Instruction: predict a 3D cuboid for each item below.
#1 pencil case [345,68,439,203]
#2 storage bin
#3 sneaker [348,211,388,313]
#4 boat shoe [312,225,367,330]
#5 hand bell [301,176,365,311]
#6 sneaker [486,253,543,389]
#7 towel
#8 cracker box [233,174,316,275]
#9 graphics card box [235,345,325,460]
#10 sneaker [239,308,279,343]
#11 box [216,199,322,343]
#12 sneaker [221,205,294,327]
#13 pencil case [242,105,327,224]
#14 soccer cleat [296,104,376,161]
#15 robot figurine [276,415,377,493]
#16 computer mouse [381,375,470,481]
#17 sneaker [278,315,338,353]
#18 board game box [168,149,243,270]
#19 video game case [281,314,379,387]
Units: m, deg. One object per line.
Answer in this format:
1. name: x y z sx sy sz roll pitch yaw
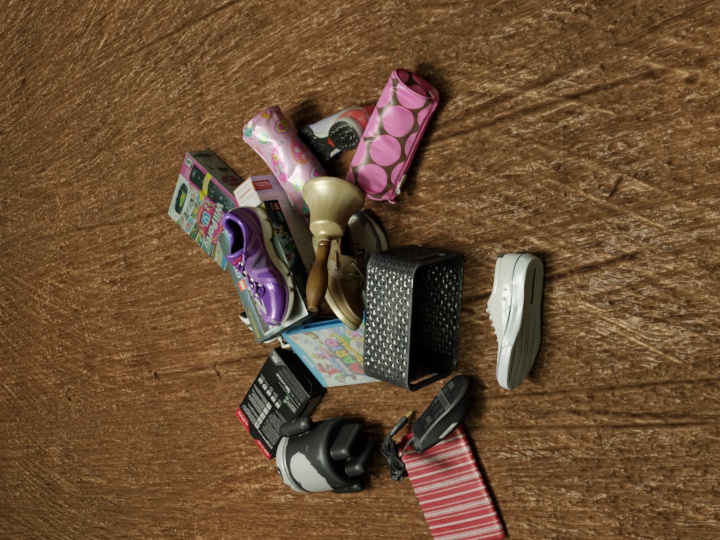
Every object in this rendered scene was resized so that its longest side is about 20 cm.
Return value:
1. pencil case: 0.055 -0.209 1.316 0.093 0.090 0.202 35 118 24
2. storage bin: 0.082 0.071 1.311 0.093 0.134 0.203 12 106 39
3. sneaker: 0.000 0.000 1.406 0.076 0.085 0.203 -11 90 42
4. boat shoe: -0.025 0.002 1.329 0.064 0.071 0.202 -32 52 17
5. hand bell: -0.058 -0.031 1.286 0.103 0.104 0.202 -17 52 42
6. sneaker: 0.223 0.072 1.240 0.070 0.072 0.203 15 99 48
7. towel: 0.148 0.356 1.386 0.144 0.022 0.202 -27 82 39
8. cracker box: -0.124 -0.069 1.470 0.057 0.133 0.202 -32 77 40
9. graphics card box: -0.158 0.254 1.620 0.126 0.051 0.201 48 127 24
10. sneaker: -0.161 0.025 1.507 0.073 0.080 0.202 -21 46 36
11. box: -0.154 0.003 1.394 0.136 0.037 0.202 -30 79 39
12. sneaker: -0.173 -0.003 1.329 0.080 0.083 0.202 -29 80 39
13. pencil case: -0.120 -0.183 1.441 0.087 0.087 0.201 -32 94 40
14. soccer cleat: -0.040 -0.235 1.420 0.069 0.073 0.199 55 153 -18
15. robot figurine: -0.064 0.332 1.500 0.199 0.124 0.152 -21 77 41
16. computer mouse: 0.112 0.251 1.366 0.046 0.140 0.201 38 91 -14
17. sneaker: -0.094 0.116 1.518 0.198 0.079 0.080 14 107 37
18. board game box: -0.284 -0.121 1.651 0.200 0.064 0.149 41 123 28
19. video game case: -0.025 0.141 1.439 0.198 0.018 0.144 -12 126 38
